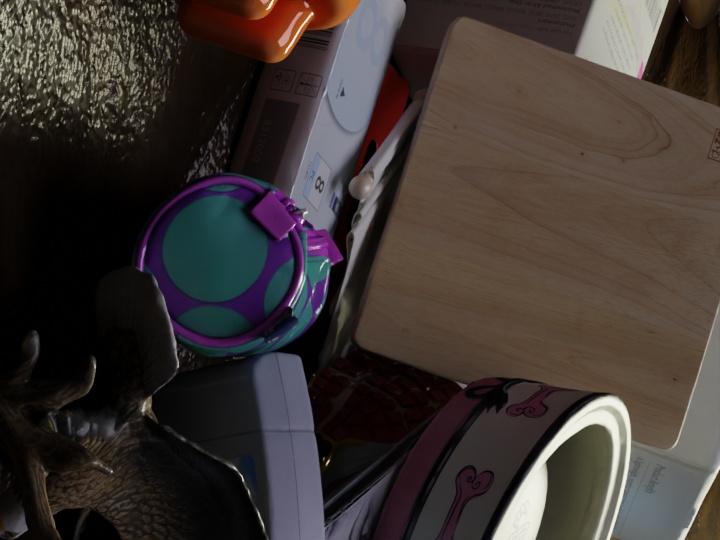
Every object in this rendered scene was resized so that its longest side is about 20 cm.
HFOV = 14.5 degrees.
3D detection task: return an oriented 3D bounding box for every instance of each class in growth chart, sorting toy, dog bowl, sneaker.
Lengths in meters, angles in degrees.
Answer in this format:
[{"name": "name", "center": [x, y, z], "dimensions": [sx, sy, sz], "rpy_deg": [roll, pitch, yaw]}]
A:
[{"name": "growth chart", "center": [0.000, 0.000, 1.672], "dimensions": [0.145, 0.018, 0.201], "rpy_deg": [-51, 159, -63]}, {"name": "sorting toy", "center": [0.112, -0.019, 1.663], "dimensions": [0.070, 0.199, 0.200], "rpy_deg": [166, -57, -80]}, {"name": "dog bowl", "center": [0.072, 0.148, 1.572], "dimensions": [0.200, 0.074, 0.201], "rpy_deg": [-46, 149, -38]}, {"name": "sneaker", "center": [-0.018, 0.107, 1.623], "dimensions": [0.199, 0.078, 0.082], "rpy_deg": [-18, 138, -30]}]

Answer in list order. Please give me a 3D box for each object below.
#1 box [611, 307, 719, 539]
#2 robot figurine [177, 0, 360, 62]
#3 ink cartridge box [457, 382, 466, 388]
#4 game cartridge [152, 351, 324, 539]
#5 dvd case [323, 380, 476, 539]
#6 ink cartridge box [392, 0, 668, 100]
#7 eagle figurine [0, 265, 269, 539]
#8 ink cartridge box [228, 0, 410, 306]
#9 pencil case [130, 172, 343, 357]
[{"name": "box", "center": [0.186, 0.050, 1.811], "dimensions": [0.199, 0.130, 0.201], "rpy_deg": [94, 18, -69]}, {"name": "robot figurine", "center": [-0.026, -0.205, 1.441], "dimensions": [0.144, 0.116, 0.201], "rpy_deg": [40, 67, -24]}, {"name": "ink cartridge box", "center": [0.046, 0.136, 1.727], "dimensions": [0.116, 0.068, 0.201], "rpy_deg": [-31, 105, -29]}, {"name": "game cartridge", "center": [-0.064, 0.146, 1.457], "dimensions": [0.040, 0.133, 0.201], "rpy_deg": [3, 80, -34]}, {"name": "dvd case", "center": [0.007, 0.163, 1.559], "dimensions": [0.200, 0.016, 0.149], "rpy_deg": [-35, 143, -50]}, {"name": "ink cartridge box", "center": [0.109, -0.161, 1.797], "dimensions": [0.129, 0.125, 0.201], "rpy_deg": [62, 44, -56]}, {"name": "eagle figurine", "center": [-0.120, 0.095, 1.360], "dimensions": [0.200, 0.150, 0.153], "rpy_deg": [34, 57, -55]}, {"name": "ink cartridge box", "center": [-0.006, -0.075, 1.657], "dimensions": [0.200, 0.047, 0.161], "rpy_deg": [47, 56, -61]}, {"name": "pencil case", "center": [-0.060, 0.000, 1.439], "dimensions": [0.085, 0.092, 0.200], "rpy_deg": [61, 1, 3]}]
